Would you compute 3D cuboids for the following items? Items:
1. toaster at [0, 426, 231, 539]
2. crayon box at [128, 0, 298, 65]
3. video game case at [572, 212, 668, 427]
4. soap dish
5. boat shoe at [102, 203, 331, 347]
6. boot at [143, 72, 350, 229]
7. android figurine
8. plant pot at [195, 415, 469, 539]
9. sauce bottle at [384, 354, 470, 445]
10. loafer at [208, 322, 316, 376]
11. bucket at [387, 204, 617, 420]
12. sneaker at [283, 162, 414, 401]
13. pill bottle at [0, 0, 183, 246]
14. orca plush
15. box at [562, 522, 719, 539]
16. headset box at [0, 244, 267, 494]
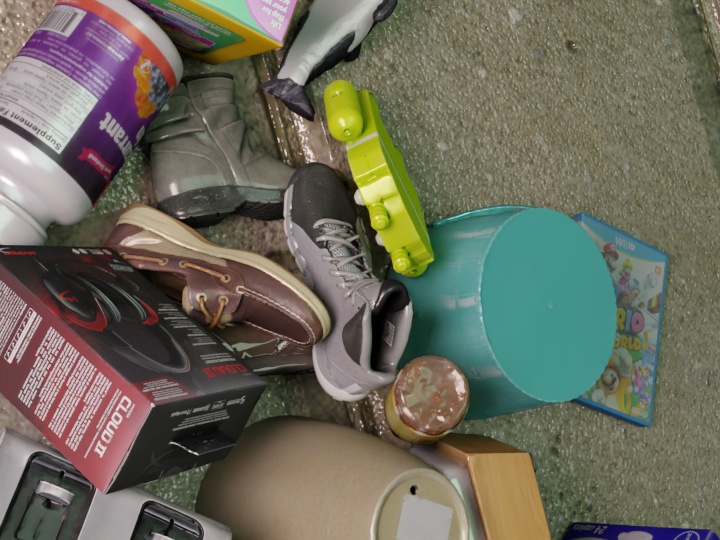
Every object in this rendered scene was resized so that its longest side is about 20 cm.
[{"bbox_3d":[-0.205,0.206,0.785,0.179,0.199,0.120,29,64,-18],"label":"toaster"},{"bbox_3d":[-0.167,-0.233,0.880,0.197,0.172,0.059,22,84,-26],"label":"crayon box"},{"bbox_3d":[0.277,0.055,1.237,0.141,0.018,0.204,21,70,-29],"label":"video game case"},{"bbox_3d":[0.108,0.222,0.981,0.080,0.200,0.160,-14,89,-8],"label":"soap dish"},{"bbox_3d":[-0.120,0.020,0.896,0.198,0.073,0.073,27,58,7],"label":"boat shoe"},{"bbox_3d":[-0.102,-0.112,0.981,0.197,0.067,0.133,-9,82,-36],"label":"boot"},{"bbox_3d":[0.020,-0.076,0.994,0.201,0.040,0.183,-98,163,-54],"label":"android figurine"},{"bbox_3d":[-0.008,0.206,0.903,0.185,0.199,0.191,7,76,-33],"label":"plant pot"},{"bbox_3d":[0.053,0.116,0.965,0.065,0.200,0.067,0,79,-1],"label":"sauce bottle"},{"bbox_3d":[-0.063,0.054,0.969,0.197,0.073,0.072,-3,84,-35],"label":"loafer"},{"bbox_3d":[0.138,0.039,1.073,0.204,0.134,0.212,6,79,-34],"label":"bucket"},{"bbox_3d":[0.000,0.000,0.911,0.074,0.115,0.204,-10,84,-29],"label":"sneaker"},{"bbox_3d":[-0.230,-0.106,0.854,0.111,0.111,0.202,38,71,-22],"label":"pill bottle"},{"bbox_3d":[-0.010,-0.216,1.060,0.071,0.104,0.203,57,47,-50],"label":"orca plush"},{"bbox_3d":[0.246,0.349,1.061,0.105,0.183,0.201,51,58,-17],"label":"box"},{"bbox_3d":[-0.171,0.068,0.793,0.076,0.199,0.148,-58,158,14],"label":"headset box"}]
